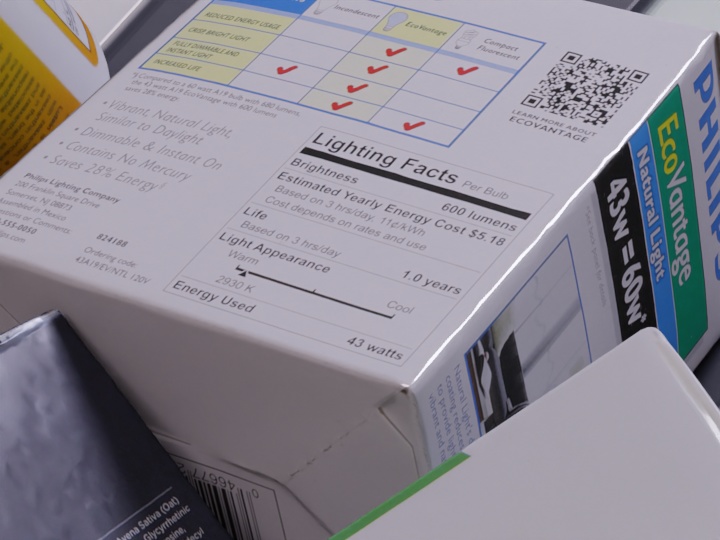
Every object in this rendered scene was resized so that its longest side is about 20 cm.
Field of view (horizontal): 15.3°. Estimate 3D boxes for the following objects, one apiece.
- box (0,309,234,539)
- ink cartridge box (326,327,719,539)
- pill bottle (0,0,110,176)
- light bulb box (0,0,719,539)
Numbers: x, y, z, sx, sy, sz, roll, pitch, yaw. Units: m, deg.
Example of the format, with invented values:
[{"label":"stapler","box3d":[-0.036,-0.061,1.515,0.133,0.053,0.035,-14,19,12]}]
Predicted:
[{"label":"box","box3d":[-0.105,0.140,0.865,0.200,0.104,0.148,53,133,3]},{"label":"ink cartridge box","box3d":[0.078,0.127,0.814,0.146,0.200,0.083,-34,52,3]},{"label":"pill bottle","box3d":[-0.165,-0.079,1.039,0.110,0.200,0.112,-11,59,20]},{"label":"light bulb box","box3d":[0.000,0.000,0.924,0.197,0.125,0.200,17,46,31]}]
